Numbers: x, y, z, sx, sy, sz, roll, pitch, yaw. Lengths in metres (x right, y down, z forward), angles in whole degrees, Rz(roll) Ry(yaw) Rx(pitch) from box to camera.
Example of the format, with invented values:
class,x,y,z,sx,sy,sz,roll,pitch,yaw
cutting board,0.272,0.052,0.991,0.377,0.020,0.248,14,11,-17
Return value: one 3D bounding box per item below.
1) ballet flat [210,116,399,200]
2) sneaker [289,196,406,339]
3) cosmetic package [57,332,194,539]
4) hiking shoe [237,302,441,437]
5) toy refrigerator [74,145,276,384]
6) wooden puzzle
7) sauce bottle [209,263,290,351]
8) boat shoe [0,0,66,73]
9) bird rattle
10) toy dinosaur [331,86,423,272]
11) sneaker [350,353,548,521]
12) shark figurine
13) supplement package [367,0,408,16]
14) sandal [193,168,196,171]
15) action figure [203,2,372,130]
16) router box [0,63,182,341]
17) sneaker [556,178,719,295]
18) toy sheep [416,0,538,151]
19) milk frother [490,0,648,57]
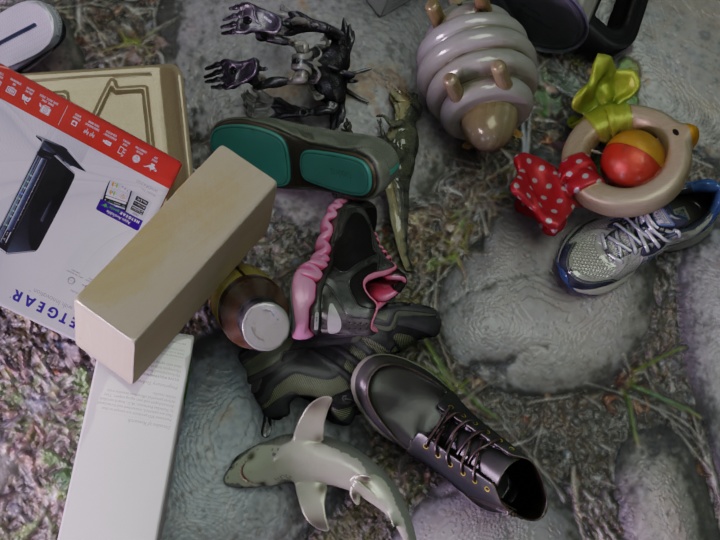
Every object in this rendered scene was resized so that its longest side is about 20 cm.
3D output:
class,x,y,z,sx,sy,sz,roll,pitch,yaw
ballet flat,-0.052,-0.112,1.200,0.198,0.068,0.064,15,32,26
sneaker,0.000,0.000,1.131,0.094,0.080,0.201,4,34,12
cosmetic package,-0.201,0.159,1.064,0.083,0.108,0.203,9,70,-7
hiking shoe,-0.012,0.091,1.156,0.197,0.076,0.102,-14,91,-14
toy refrigerator,-0.157,-0.009,1.048,0.070,0.076,0.201,33,58,10
wooden puzzle,-0.252,-0.087,1.125,0.197,0.046,0.188,-6,90,-10
sauce bottle,-0.096,0.034,1.079,0.064,0.200,0.066,-1,97,-10
boat shoe,-0.369,-0.194,1.177,0.197,0.071,0.073,-19,88,3
bird rattle,0.245,-0.114,1.228,0.161,0.113,0.201,19,55,29
toy dinosaur,0.020,-0.103,1.238,0.087,0.047,0.203,8,72,-16
sneaker,0.084,0.145,1.099,0.199,0.106,0.075,39,78,-14
shark figurine,-0.003,0.192,1.113,0.213,0.089,0.129,33,101,10
supplement package,0.054,-0.402,1.266,0.151,0.200,0.151,-34,80,-21
sandal,-0.239,-0.082,1.172,0.199,0.050,0.084,8,70,-10
action figure,-0.070,-0.205,1.216,0.101,0.199,0.121,13,92,32
router box,-0.280,-0.058,1.053,0.198,0.049,0.182,27,84,-20
sneaker,0.286,-0.045,1.248,0.198,0.085,0.078,-27,78,-18
toy sheep,0.116,-0.209,1.249,0.136,0.138,0.203,-1,65,-12
milk frother,0.257,-0.342,1.289,0.179,0.200,0.190,27,68,-5
